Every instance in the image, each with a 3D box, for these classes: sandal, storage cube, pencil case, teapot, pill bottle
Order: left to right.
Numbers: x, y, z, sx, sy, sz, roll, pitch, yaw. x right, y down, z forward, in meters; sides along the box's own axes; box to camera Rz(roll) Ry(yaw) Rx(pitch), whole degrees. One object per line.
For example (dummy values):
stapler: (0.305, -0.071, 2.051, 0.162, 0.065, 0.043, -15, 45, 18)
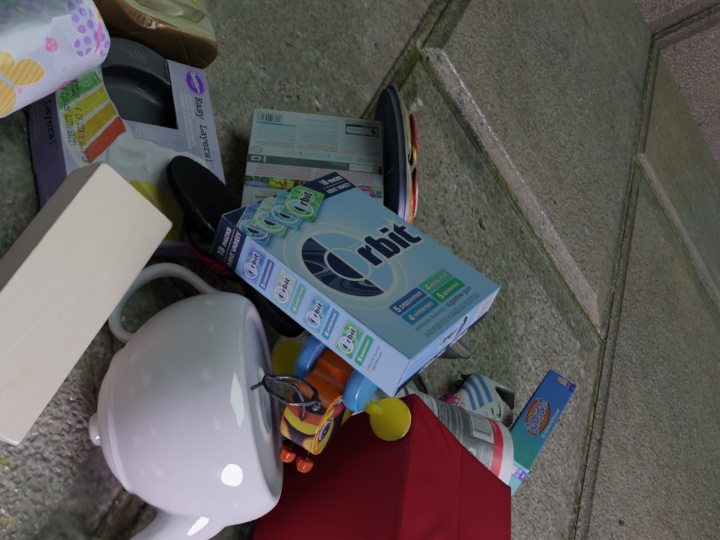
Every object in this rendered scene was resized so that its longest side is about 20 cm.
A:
pencil case: (-0.288, -0.154, 0.620, 0.200, 0.090, 0.084, -42, 147, -33)
teapot: (-0.148, 0.113, 0.673, 0.200, 0.144, 0.199, -93, 174, -72)
sandal: (-0.122, -0.017, 0.748, 0.201, 0.045, 0.075, 55, 25, 5)
storage cube: (0.018, 0.250, 0.742, 0.171, 0.199, 0.181, 45, 37, -28)
pill bottle: (0.052, 0.185, 0.878, 0.198, 0.111, 0.111, 22, 53, -14)

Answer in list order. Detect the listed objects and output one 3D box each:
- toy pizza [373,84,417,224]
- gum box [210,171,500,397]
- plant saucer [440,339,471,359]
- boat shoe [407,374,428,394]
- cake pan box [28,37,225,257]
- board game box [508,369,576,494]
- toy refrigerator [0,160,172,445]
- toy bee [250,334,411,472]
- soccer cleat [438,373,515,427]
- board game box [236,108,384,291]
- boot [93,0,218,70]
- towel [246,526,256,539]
toy pizza: (0.041, -0.106, 0.932, 0.031, 0.200, 0.202, -1, 70, -8)
gum box: (0.000, 0.000, 0.719, 0.199, 0.045, 0.170, 36, 35, 18)
plant saucer: (0.046, 0.043, 0.978, 0.200, 0.050, 0.200, 46, 4, -5)
boat shoe: (0.020, 0.107, 0.955, 0.201, 0.073, 0.065, 62, 31, -28)
cake pan box: (-0.211, -0.113, 0.767, 0.183, 0.052, 0.202, 5, 70, -54)
board game box: (0.196, 0.235, 1.055, 0.045, 0.153, 0.200, 33, 35, 13)
toy refrigerator: (-0.236, 0.020, 0.618, 0.076, 0.070, 0.201, 44, 61, -30)
toy bee: (-0.035, 0.106, 0.697, 0.199, 0.131, 0.110, -3, 121, -44)
soccer cleat: (0.142, 0.184, 1.027, 0.200, 0.086, 0.071, -38, 137, -61)
board game box: (-0.049, -0.072, 0.867, 0.146, 0.065, 0.201, 5, 54, -4)
boot: (-0.232, -0.296, 0.807, 0.199, 0.073, 0.157, 14, 57, -37)
towel: (-0.062, 0.294, 0.796, 0.144, 0.023, 0.200, 59, 38, -17)
